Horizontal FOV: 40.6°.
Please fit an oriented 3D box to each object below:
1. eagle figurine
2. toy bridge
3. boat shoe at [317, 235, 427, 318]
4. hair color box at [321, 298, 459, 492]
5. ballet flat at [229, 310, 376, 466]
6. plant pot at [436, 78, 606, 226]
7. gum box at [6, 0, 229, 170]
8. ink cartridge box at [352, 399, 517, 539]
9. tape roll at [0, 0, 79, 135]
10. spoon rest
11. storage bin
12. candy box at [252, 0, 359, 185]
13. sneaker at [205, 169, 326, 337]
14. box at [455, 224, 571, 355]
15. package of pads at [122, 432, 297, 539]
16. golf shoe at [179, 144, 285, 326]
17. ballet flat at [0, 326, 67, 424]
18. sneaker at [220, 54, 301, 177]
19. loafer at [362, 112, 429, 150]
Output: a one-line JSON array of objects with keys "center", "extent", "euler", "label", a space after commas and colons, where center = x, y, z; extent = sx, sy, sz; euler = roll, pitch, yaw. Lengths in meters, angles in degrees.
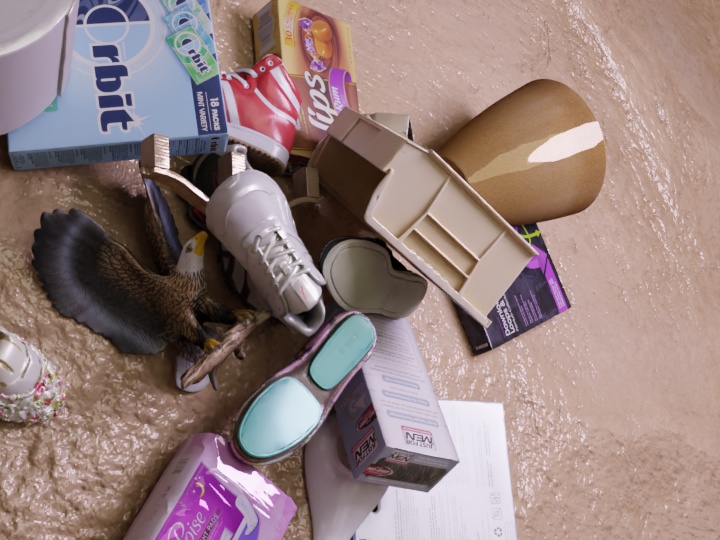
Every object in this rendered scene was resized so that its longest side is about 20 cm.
[{"center": [-0.184, 0.009, 0.906], "extent": [0.199, 0.152, 0.152], "euler": [36, 0, 12], "label": "eagle figurine"}, {"center": [-0.122, -0.078, 0.926], "extent": [0.198, 0.027, 0.068], "euler": [7, 73, -42], "label": "toy bridge"}, {"center": [0.001, -0.002, 1.008], "extent": [0.066, 0.075, 0.199], "euler": [37, 11, 30], "label": "boat shoe"}, {"center": [0.022, 0.125, 1.016], "extent": [0.098, 0.061, 0.201], "euler": [18, 36, -34], "label": "hair color box"}, {"center": [-0.059, 0.116, 0.936], "extent": [0.069, 0.071, 0.200], "euler": [48, 56, -8], "label": "ballet flat"}, {"center": [0.184, -0.134, 1.264], "extent": [0.198, 0.186, 0.189], "euler": [-22, 87, -32], "label": "plant pot"}, {"center": [-0.234, -0.190, 0.917], "extent": [0.197, 0.045, 0.173], "euler": [-6, 75, -15], "label": "gum box"}, {"center": [0.074, 0.241, 1.068], "extent": [0.197, 0.043, 0.199], "euler": [5, 68, -19], "label": "ink cartridge box"}, {"center": [-0.333, -0.227, 0.795], "extent": [0.200, 0.139, 0.206], "euler": [7, 69, -18], "label": "tape roll"}, {"center": [-0.020, 0.235, 0.985], "extent": [0.098, 0.061, 0.202], "euler": [20, 51, -9], "label": "spoon rest"}, {"center": [0.056, -0.065, 1.020], "extent": [0.198, 0.200, 0.094], "euler": [40, 93, -27], "label": "storage bin"}, {"center": [-0.061, -0.205, 1.137], "extent": [0.116, 0.056, 0.203], "euler": [11, 64, -40], "label": "candy box"}, {"center": [-0.073, -0.011, 0.898], "extent": [0.078, 0.099, 0.201], "euler": [-38, 143, -8], "label": "sneaker"}, {"center": [0.192, 0.014, 1.292], "extent": [0.199, 0.036, 0.145], "euler": [-21, 87, -44], "label": "box"}, {"center": [-0.149, 0.255, 0.844], "extent": [0.121, 0.075, 0.201], "euler": [45, 48, -19], "label": "package of pads"}, {"center": [-0.108, -0.034, 0.999], "extent": [0.201, 0.088, 0.077], "euler": [57, 44, -10], "label": "golf shoe"}, {"center": [-0.317, 0.063, 0.781], "extent": [0.199, 0.064, 0.076], "euler": [35, 51, -28], "label": "ballet flat"}, {"center": [-0.152, -0.190, 1.014], "extent": [0.198, 0.071, 0.114], "euler": [27, 66, -22], "label": "sneaker"}, {"center": [0.060, -0.105, 1.161], "extent": [0.201, 0.067, 0.076], "euler": [58, 30, -39], "label": "loafer"}]
